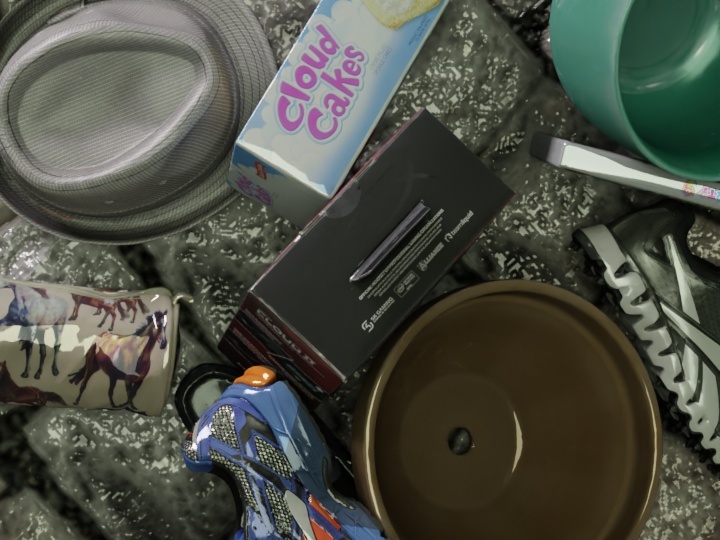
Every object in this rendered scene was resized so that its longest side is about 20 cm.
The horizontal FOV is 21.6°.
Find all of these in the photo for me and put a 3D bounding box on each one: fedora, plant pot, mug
[{"bbox_3d":[-0.147,-0.105,1.160,0.199,0.090,0.178,-15,93,-2],"label":"fedora"},{"bbox_3d":[0.078,0.106,1.166,0.200,0.093,0.202,0,89,-21],"label":"plant pot"},{"bbox_3d":[0.186,-0.155,1.078,0.151,0.114,0.186,-3,111,-20],"label":"mug"}]

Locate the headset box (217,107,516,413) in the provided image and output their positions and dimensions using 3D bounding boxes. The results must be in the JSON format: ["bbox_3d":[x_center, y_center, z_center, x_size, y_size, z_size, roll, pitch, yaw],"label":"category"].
[{"bbox_3d":[0.000,0.000,1.101,0.077,0.200,0.149,43,74,0],"label":"headset box"}]

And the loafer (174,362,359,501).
[{"bbox_3d":[-0.033,0.131,1.184,0.200,0.070,0.068,42,89,-3],"label":"loafer"}]

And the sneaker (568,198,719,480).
[{"bbox_3d":[0.216,0.041,1.187,0.090,0.066,0.200,-31,102,-1],"label":"sneaker"}]

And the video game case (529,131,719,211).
[{"bbox_3d":[0.208,-0.049,1.154,0.199,0.143,0.018,14,96,-3],"label":"video game case"}]

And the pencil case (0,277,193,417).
[{"bbox_3d":[-0.205,0.039,1.169,0.199,0.078,0.090,6,111,-3],"label":"pencil case"}]

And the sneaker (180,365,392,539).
[{"bbox_3d":[-0.036,0.157,1.099,0.078,0.075,0.200,-31,83,-18],"label":"sneaker"}]

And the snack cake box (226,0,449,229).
[{"bbox_3d":[-0.002,-0.131,1.138,0.067,0.115,0.200,30,78,-3],"label":"snack cake box"}]
